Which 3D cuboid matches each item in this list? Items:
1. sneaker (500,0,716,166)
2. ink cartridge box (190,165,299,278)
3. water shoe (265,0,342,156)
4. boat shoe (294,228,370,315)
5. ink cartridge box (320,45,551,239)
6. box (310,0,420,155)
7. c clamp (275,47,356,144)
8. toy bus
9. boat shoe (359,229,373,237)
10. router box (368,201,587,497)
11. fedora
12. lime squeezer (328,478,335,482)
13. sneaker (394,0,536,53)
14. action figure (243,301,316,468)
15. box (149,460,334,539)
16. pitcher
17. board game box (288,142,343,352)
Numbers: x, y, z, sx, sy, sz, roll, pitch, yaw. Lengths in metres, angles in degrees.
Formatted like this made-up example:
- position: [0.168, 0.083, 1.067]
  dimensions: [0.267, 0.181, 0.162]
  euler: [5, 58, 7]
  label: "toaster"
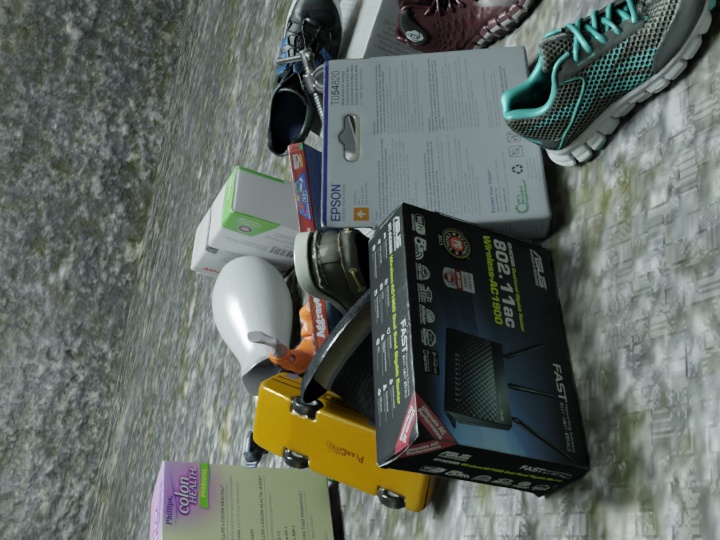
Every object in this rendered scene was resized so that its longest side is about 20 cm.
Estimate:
- position: [0.181, -0.163, 0.634]
  dimensions: [0.201, 0.089, 0.079]
  euler: [-54, 32, 41]
  label: "sneaker"
- position: [-0.164, -0.059, 1.294]
  dimensions: [0.200, 0.143, 0.086]
  euler: [-41, 40, 52]
  label: "ink cartridge box"
- position: [-0.066, -0.231, 0.985]
  dimensions: [0.079, 0.070, 0.204]
  euler: [-87, 10, -66]
  label: "water shoe"
- position: [0.000, 0.003, 0.808]
  dimensions: [0.059, 0.201, 0.074]
  euler: [-9, 77, 18]
  label: "boat shoe"
- position: [0.063, -0.114, 0.759]
  dimensions: [0.041, 0.195, 0.203]
  euler: [82, -173, -59]
  label: "ink cartridge box"
- position: [0.021, -0.245, 1.027]
  dimensions: [0.204, 0.104, 0.152]
  euler: [-70, 24, 11]
  label: "box"
- position: [-0.020, -0.146, 0.896]
  dimensions: [0.170, 0.027, 0.204]
  euler: [9, 122, 66]
  label: "c clamp"
- position: [-0.013, 0.165, 0.820]
  dimensions: [0.196, 0.078, 0.067]
  euler: [16, 103, 24]
  label: "toy bus"
- position: [-0.018, -0.093, 1.075]
  dimensions: [0.073, 0.067, 0.200]
  euler: [-70, 24, 12]
  label: "boat shoe"
- position: [0.086, 0.060, 0.648]
  dimensions: [0.062, 0.147, 0.204]
  euler: [-46, 37, 47]
  label: "router box"
- position: [0.037, 0.070, 0.776]
  dimensions: [0.201, 0.091, 0.201]
  euler: [-46, -13, -14]
  label: "fedora"
- position: [-0.001, 0.174, 0.923]
  dimensions: [0.203, 0.037, 0.071]
  euler: [-67, 24, 21]
  label: "lime squeezer"
- position: [0.100, -0.282, 0.857]
  dimensions: [0.200, 0.113, 0.077]
  euler: [-42, 40, 53]
  label: "sneaker"
- position: [-0.063, 0.131, 0.949]
  dimensions: [0.202, 0.102, 0.196]
  euler: [-64, -34, -45]
  label: "action figure"
- position: [-0.132, 0.319, 0.925]
  dimensions: [0.178, 0.196, 0.098]
  euler: [-102, 28, -45]
  label: "box"
- position: [-0.157, 0.098, 1.249]
  dimensions: [0.173, 0.119, 0.203]
  euler: [108, 151, -47]
  label: "pitcher"
- position: [-0.036, -0.021, 0.853]
  dimensions: [0.103, 0.019, 0.205]
  euler: [5, -103, -73]
  label: "board game box"
